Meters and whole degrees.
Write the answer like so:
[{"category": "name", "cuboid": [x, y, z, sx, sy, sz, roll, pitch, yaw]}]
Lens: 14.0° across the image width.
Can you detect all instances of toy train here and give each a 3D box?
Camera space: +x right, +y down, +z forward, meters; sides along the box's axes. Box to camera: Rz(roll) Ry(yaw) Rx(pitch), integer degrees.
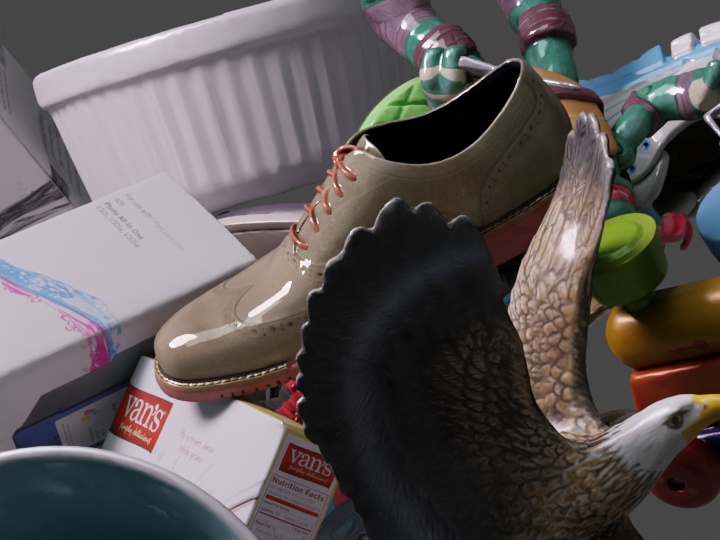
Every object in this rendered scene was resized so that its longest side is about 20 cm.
[{"category": "toy train", "cuboid": [0.117, 0.028, 1.169, 0.200, 0.116, 0.085, -13, 32, 37]}]

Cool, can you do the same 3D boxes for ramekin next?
[{"category": "ramekin", "cuboid": [-0.063, -0.085, 1.531, 0.202, 0.094, 0.202, -16, 4, 1]}]

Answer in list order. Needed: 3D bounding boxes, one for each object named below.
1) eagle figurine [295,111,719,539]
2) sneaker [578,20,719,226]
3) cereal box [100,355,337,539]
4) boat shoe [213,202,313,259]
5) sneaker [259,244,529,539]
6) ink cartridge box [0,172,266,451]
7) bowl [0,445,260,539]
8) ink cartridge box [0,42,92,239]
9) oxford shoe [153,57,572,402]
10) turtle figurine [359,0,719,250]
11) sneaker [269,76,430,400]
[{"category": "eagle figurine", "cuboid": [0.066, 0.059, 1.071, 0.151, 0.200, 0.152, -30, 0, -2]}, {"category": "sneaker", "cuboid": [0.114, -0.048, 1.358, 0.200, 0.075, 0.087, -24, 33, 22]}, {"category": "cereal box", "cuboid": [-0.087, 0.143, 1.203, 0.144, 0.039, 0.200, 18, 86, 60]}, {"category": "boat shoe", "cuboid": [-0.060, -0.011, 1.498, 0.200, 0.073, 0.063, -15, 34, 43]}, {"category": "sneaker", "cuboid": [0.032, 0.051, 1.244, 0.200, 0.096, 0.079, -45, 35, 8]}, {"category": "ink cartridge box", "cuboid": [-0.144, 0.064, 1.303, 0.200, 0.145, 0.087, -25, 46, -27]}, {"category": "bowl", "cuboid": [-0.100, 0.167, 1.085, 0.201, 0.201, 0.105, -32, -11, 6]}, {"category": "ink cartridge box", "cuboid": [-0.209, -0.059, 1.610, 0.083, 0.200, 0.147, -35, 25, 6]}, {"category": "oxford shoe", "cuboid": [-0.005, -0.020, 1.186, 0.200, 0.075, 0.070, -32, 34, -4]}, {"category": "turtle figurine", "cuboid": [0.083, -0.072, 1.283, 0.150, 0.101, 0.200, -1, 37, -29]}, {"category": "sneaker", "cuboid": [0.000, 0.000, 1.352, 0.084, 0.077, 0.200, -1, 63, 67]}]
